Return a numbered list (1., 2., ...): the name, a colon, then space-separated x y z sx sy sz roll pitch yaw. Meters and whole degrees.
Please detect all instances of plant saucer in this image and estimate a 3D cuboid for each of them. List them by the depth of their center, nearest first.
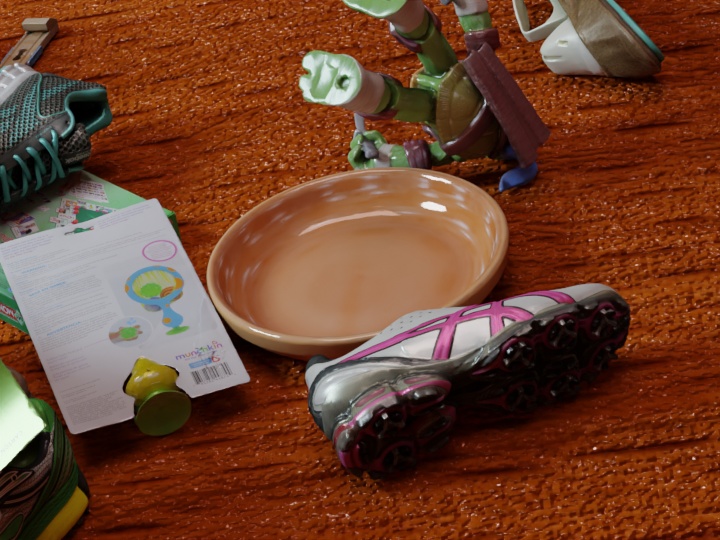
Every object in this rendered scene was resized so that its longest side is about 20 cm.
1. plant saucer: 0.000 0.000 1.340 0.199 0.038 0.201 -8 34 5

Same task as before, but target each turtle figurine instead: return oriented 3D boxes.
1. turtle figurine: 0.026 -0.141 1.417 0.144 0.194 0.201 -33 61 19

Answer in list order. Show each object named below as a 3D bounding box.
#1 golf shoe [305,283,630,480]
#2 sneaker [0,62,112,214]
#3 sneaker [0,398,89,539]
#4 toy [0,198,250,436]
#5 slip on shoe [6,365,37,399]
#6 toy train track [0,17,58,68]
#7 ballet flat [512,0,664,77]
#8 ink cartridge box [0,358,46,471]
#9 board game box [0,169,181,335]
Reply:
1. golf shoe: 0.062 0.044 1.212 0.199 0.073 0.092 -21 44 -14
2. sneaker: -0.239 -0.087 1.462 0.091 0.078 0.200 4 37 16
3. sneaker: -0.226 0.148 1.146 0.078 0.086 0.200 4 37 22
4. toy: -0.154 0.038 1.323 0.115 0.047 0.200 -17 38 -14
5. slip on shoe: -0.268 0.071 1.294 0.076 0.061 0.200 -34 39 -30
6. toy train track: -0.297 -0.163 1.678 0.114 0.033 0.200 1 34 18
7. ballet flat: 0.158 -0.191 1.550 0.072 0.068 0.200 -36 46 7
8. ink cartridge box: -0.282 0.058 1.127 0.148 0.076 0.200 -43 51 0
9. board game box: -0.241 -0.028 1.464 0.134 0.029 0.200 -33 39 -31
